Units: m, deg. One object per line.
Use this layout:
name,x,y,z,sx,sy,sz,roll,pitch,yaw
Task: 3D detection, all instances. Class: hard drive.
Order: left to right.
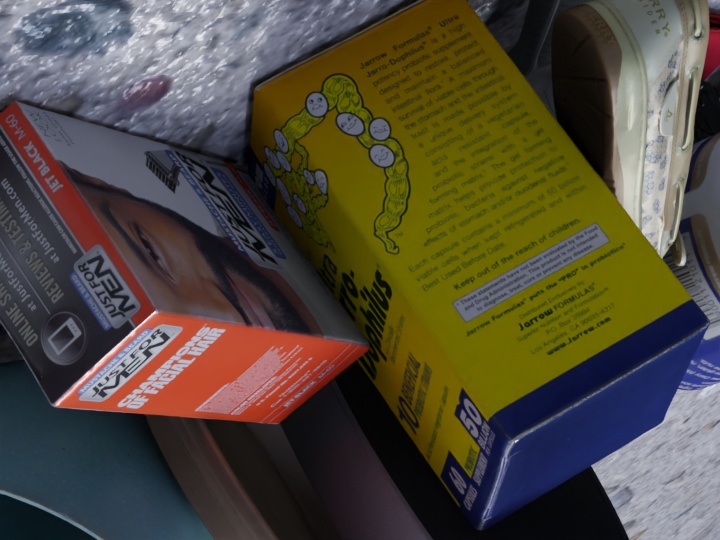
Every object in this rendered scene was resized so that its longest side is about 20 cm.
hard drive,0.044,0.093,1.206,0.135,0.200,0.042,-1,129,-30

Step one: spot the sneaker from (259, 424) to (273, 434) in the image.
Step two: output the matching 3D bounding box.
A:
sneaker,-0.081,0.089,1.343,0.199,0.076,0.114,-44,158,12

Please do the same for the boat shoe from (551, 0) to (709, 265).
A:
boat shoe,0.126,-0.050,1.150,0.063,0.073,0.200,-24,148,-13

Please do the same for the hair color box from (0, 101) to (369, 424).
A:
hair color box,-0.086,0.002,1.071,0.064,0.111,0.200,-41,161,16

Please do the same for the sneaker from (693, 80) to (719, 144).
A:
sneaker,0.144,-0.064,1.337,0.088,0.076,0.200,-34,147,19

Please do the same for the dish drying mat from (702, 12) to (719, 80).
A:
dish drying mat,0.130,-0.070,1.413,0.200,0.018,0.077,-47,157,26

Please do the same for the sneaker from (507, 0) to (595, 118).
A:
sneaker,0.111,-0.095,1.206,0.080,0.070,0.200,15,147,-11

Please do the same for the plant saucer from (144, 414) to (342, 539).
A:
plant saucer,-0.047,0.097,1.182,0.029,0.200,0.200,-34,161,7

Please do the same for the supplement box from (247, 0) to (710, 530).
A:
supplement box,0.047,-0.006,1.141,0.109,0.200,0.109,-29,159,-18

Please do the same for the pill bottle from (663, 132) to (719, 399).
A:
pill bottle,0.152,0.007,1.295,0.116,0.116,0.200,-16,174,-44

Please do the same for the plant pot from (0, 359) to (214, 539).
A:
plant pot,-0.149,0.119,1.167,0.200,0.200,0.135,-54,-170,42
